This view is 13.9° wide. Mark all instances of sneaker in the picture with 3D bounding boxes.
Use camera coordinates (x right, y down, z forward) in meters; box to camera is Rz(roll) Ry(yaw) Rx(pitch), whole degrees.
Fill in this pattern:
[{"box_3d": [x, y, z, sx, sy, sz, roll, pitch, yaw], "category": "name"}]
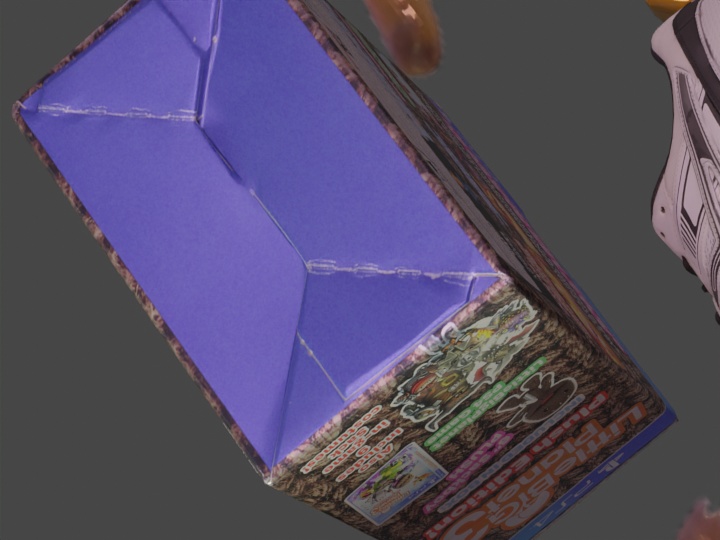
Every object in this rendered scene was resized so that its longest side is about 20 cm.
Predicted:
[{"box_3d": [0.145, -0.003, 1.010, 0.087, 0.075, 0.202, -13, 77, 46], "category": "sneaker"}]

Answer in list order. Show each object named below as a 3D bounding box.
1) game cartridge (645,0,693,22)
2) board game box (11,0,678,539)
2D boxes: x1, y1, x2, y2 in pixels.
[{"box_3d": [0.216, -0.155, 1.038, 0.199, 0.032, 0.177, 13, 80, 22], "category": "game cartridge"}, {"box_3d": [0.000, 0.000, 0.980, 0.097, 0.200, 0.160, -40, 65, 7], "category": "board game box"}]
